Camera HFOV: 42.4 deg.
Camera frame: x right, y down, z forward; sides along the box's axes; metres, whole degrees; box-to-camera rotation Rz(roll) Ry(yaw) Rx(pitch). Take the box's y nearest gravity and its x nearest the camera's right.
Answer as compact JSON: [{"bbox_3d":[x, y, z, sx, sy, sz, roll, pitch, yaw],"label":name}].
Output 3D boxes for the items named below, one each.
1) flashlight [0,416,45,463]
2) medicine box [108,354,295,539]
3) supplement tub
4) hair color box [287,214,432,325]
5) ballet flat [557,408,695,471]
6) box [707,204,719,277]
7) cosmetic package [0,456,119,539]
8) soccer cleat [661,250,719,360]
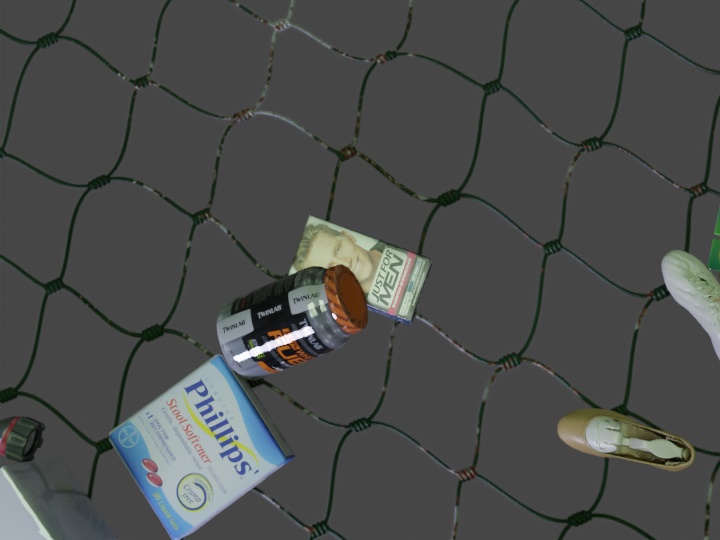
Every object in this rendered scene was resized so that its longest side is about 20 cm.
[{"bbox_3d":[-0.577,0.227,1.389,0.197,0.068,0.069,19,85,5],"label":"flashlight"},{"bbox_3d":[-0.227,0.253,1.348,0.199,0.103,0.183,-36,82,-1],"label":"medicine box"},{"bbox_3d":[-0.096,0.071,1.323,0.198,0.122,0.124,-23,81,23],"label":"supplement tub"},{"bbox_3d":[0.000,0.000,1.390,0.197,0.061,0.102,19,84,6],"label":"hair color box"},{"bbox_3d":[0.385,0.241,1.334,0.196,0.063,0.070,10,82,5],"label":"ballet flat"},{"bbox_3d":[0.615,-0.030,1.367,0.197,0.048,0.119,15,84,3],"label":"box"},{"bbox_3d":[-0.445,0.379,1.294,0.123,0.199,0.201,-40,82,-2],"label":"cosmetic package"},{"bbox_3d":[0.511,0.054,1.345,0.069,0.078,0.202,-31,81,-1],"label":"soccer cleat"}]
